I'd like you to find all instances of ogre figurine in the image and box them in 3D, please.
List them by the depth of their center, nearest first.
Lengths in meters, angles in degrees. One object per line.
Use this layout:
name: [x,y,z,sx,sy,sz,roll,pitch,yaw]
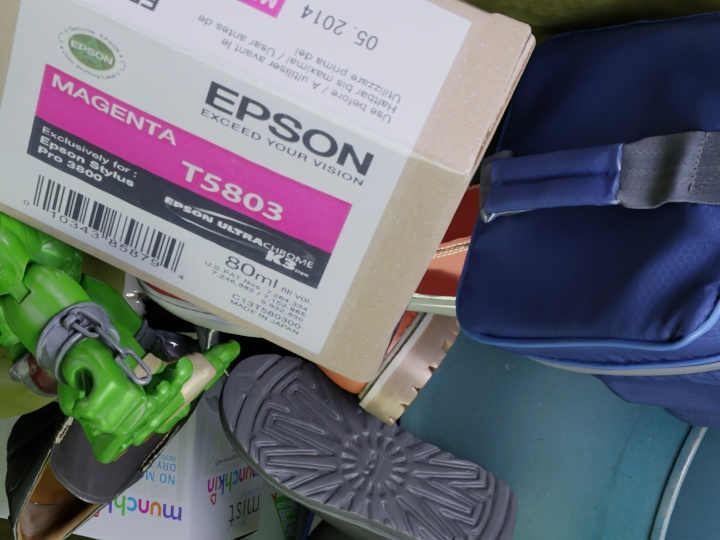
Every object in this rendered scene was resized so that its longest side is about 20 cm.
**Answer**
ogre figurine: [-0.123,0.019,1.095,0.120,0.098,0.200,46,-160,3]

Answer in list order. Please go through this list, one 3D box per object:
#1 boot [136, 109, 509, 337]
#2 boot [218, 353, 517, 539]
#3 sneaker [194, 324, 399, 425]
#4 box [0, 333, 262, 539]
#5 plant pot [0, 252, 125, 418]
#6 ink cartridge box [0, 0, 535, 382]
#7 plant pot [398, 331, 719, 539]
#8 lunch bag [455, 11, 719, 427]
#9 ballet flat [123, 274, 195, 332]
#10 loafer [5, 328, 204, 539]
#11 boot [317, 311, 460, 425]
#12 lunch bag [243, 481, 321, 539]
boot: [-0.021,-0.037,1.114,0.199,0.073,0.144,-3,148,20]
boot: [-0.016,0.133,1.366,0.164,0.066,0.200,32,155,2]
sneaker: [-0.034,0.048,1.375,0.074,0.085,0.200,-32,134,23]
box: [-0.158,0.061,1.553,0.199,0.178,0.097,10,-171,25]
plant pot: [-0.216,-0.018,1.249,0.199,0.202,0.193,6,165,35]
ink cartridge box: [-0.055,-0.061,0.986,0.199,0.075,0.165,25,148,1]
plant pot: [0.130,0.089,1.376,0.187,0.201,0.200,22,174,33]
lunch bag: [0.123,-0.021,0.986,0.132,0.137,0.200,22,167,-29]
ballet flat: [-0.108,0.003,1.414,0.199,0.068,0.068,-10,168,-17]
loafer: [-0.136,0.094,1.412,0.072,0.073,0.200,18,147,-19]
boot: [0.000,0.000,1.322,0.107,0.075,0.200,35,-165,-2]
lunch bag: [-0.061,0.105,1.699,0.199,0.171,0.124,23,170,-32]
